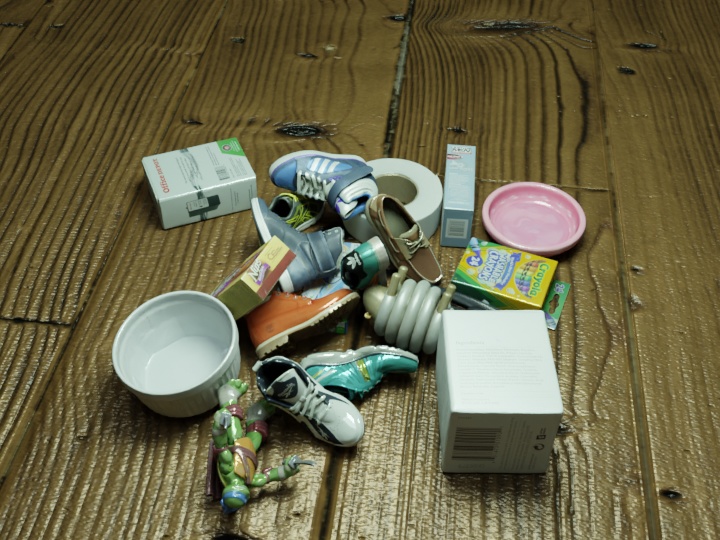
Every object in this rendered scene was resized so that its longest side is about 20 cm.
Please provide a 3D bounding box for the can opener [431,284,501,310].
[{"bbox_3d":[0.184,0.066,1.572,0.200,0.079,0.063,24,57,34],"label":"can opener"}]

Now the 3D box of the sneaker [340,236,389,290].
[{"bbox_3d":[0.000,0.000,1.550,0.080,0.200,0.071,-24,73,-8],"label":"sneaker"}]

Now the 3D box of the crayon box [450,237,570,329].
[{"bbox_3d":[0.277,0.021,1.624,0.200,0.052,0.126,17,47,15],"label":"crayon box"}]

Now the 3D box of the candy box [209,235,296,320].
[{"bbox_3d":[-0.202,0.032,1.507,0.056,0.200,0.117,44,49,-12],"label":"candy box"}]

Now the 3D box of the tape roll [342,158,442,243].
[{"bbox_3d":[0.063,-0.134,1.761,0.202,0.071,0.203,0,45,0],"label":"tape roll"}]

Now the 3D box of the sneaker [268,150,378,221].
[{"bbox_3d":[-0.066,-0.154,1.672,0.200,0.081,0.147,-3,42,-12],"label":"sneaker"}]

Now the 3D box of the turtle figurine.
[{"bbox_3d":[-0.151,0.243,1.318,0.144,0.200,0.194,9,34,-14],"label":"turtle figurine"}]

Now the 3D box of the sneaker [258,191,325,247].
[{"bbox_3d":[-0.128,-0.121,1.734,0.074,0.085,0.200,20,48,17],"label":"sneaker"}]

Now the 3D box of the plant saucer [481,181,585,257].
[{"bbox_3d":[0.336,-0.092,1.739,0.200,0.051,0.201,0,46,0],"label":"plant saucer"}]

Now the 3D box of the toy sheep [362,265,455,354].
[{"bbox_3d":[0.096,0.076,1.511,0.200,0.138,0.138,22,48,12],"label":"toy sheep"}]

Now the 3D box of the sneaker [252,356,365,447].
[{"bbox_3d":[-0.089,0.198,1.365,0.199,0.130,0.080,43,94,21],"label":"sneaker"}]

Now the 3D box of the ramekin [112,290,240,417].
[{"bbox_3d":[-0.289,0.142,1.438,0.200,0.105,0.200,-4,51,5],"label":"ramekin"}]

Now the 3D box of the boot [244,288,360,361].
[{"bbox_3d":[-0.103,0.065,1.514,0.200,0.075,0.107,-27,68,-5],"label":"boot"}]

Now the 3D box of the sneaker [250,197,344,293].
[{"bbox_3d":[-0.109,-0.065,1.613,0.146,0.077,0.203,-22,66,-8],"label":"sneaker"}]

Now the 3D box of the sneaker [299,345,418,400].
[{"bbox_3d":[-0.001,0.175,1.465,0.200,0.078,0.080,-9,63,-2],"label":"sneaker"}]

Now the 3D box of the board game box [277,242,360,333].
[{"bbox_3d":[-0.078,0.025,1.624,0.135,0.035,0.200,5,46,4],"label":"board game box"}]

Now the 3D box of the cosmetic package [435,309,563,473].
[{"bbox_3d":[0.206,0.186,1.378,0.165,0.165,0.200,1,46,-1],"label":"cosmetic package"}]

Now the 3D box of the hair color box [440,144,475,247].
[{"bbox_3d":[0.194,-0.149,1.758,0.061,0.099,0.200,4,45,4],"label":"hair color box"}]

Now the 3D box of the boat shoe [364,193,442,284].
[{"bbox_3d":[0.083,-0.055,1.623,0.076,0.072,0.200,-42,97,-18],"label":"boat shoe"}]

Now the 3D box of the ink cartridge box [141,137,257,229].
[{"bbox_3d":[-0.323,-0.177,1.786,0.200,0.083,0.147,-15,47,-16],"label":"ink cartridge box"}]
